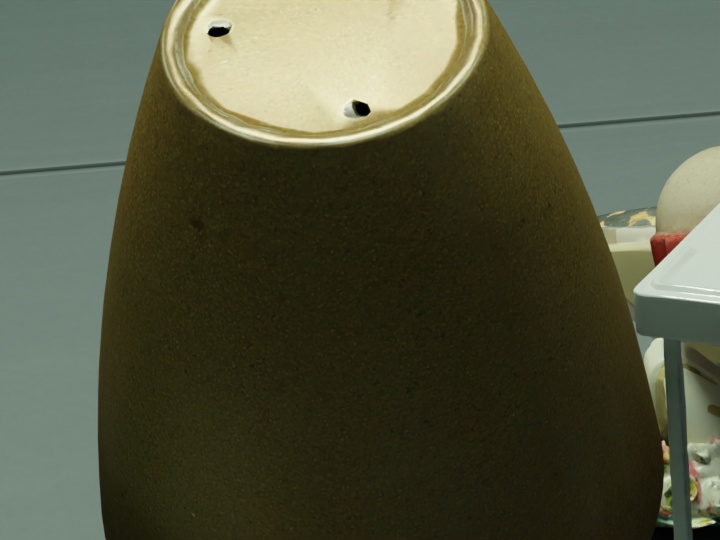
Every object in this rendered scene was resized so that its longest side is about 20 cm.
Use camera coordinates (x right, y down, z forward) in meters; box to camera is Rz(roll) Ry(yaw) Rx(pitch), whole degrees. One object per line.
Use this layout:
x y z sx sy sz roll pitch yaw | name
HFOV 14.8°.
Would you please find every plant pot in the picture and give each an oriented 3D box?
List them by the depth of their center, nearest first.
0.000 0.000 0.843 0.186 0.200 0.186 -3 47 3 | plant pot

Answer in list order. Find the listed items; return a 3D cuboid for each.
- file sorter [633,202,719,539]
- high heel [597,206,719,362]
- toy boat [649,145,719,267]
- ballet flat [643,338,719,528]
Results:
0.195 0.045 0.761 0.200 0.125 0.139 7 25 27 | file sorter
0.183 -0.005 1.081 0.200 0.071 0.143 17 30 5 | high heel
0.199 0.019 0.937 0.200 0.131 0.131 -3 1 -29 | toy boat
0.085 0.056 0.959 0.200 0.064 0.076 -3 20 -2 | ballet flat
